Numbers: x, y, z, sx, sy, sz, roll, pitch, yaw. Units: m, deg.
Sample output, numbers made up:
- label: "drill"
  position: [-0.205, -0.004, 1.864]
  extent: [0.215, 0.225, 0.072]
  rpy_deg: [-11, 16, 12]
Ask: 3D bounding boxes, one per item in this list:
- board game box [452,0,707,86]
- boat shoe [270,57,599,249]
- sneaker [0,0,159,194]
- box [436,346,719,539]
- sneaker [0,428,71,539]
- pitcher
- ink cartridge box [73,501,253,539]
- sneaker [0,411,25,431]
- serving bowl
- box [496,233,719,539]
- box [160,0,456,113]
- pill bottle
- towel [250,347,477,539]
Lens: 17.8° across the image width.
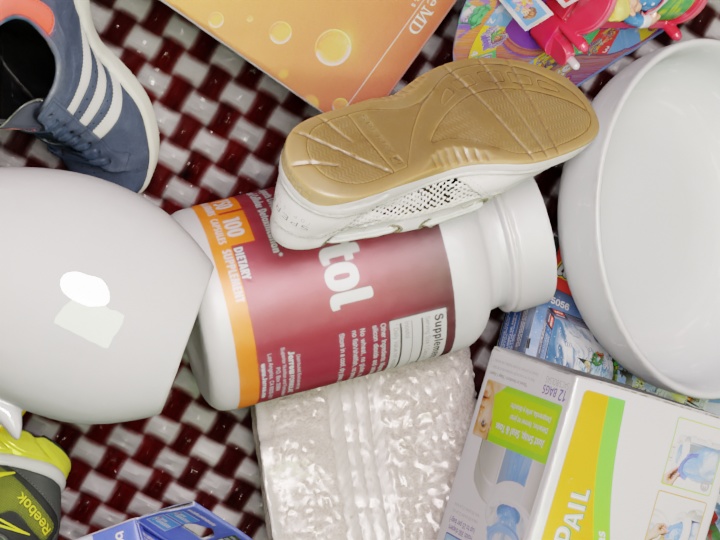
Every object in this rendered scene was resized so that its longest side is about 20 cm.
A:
- label: "board game box"
  position: [0.145, -0.146, 1.250]
  extent: [0.200, 0.039, 0.158]
  rpy_deg: [-33, 151, -4]
- label: "boat shoe"
  position: [0.034, -0.057, 1.196]
  extent: [0.199, 0.071, 0.069]
  rpy_deg: [-15, 150, -33]
- label: "sneaker"
  position: [-0.164, -0.088, 1.169]
  extent: [0.200, 0.075, 0.085]
  rpy_deg: [68, 38, -48]
- label: "box"
  position: [0.106, 0.155, 1.222]
  extent: [0.101, 0.112, 0.201]
  rpy_deg: [17, 90, -22]
- label: "sneaker"
  position: [-0.251, 0.124, 1.233]
  extent: [0.199, 0.085, 0.075]
  rpy_deg: [5, 151, -18]
- label: "pitcher"
  position: [-0.188, 0.024, 1.150]
  extent: [0.199, 0.121, 0.172]
  rpy_deg: [20, 85, -4]
- label: "ink cartridge box"
  position: [-0.160, 0.185, 1.256]
  extent: [0.199, 0.042, 0.119]
  rpy_deg: [-23, 157, 6]
- label: "sneaker"
  position: [-0.248, 0.009, 1.214]
  extent: [0.200, 0.077, 0.073]
  rpy_deg: [36, 97, -22]
- label: "serving bowl"
  position: [0.177, -0.028, 1.306]
  extent: [0.200, 0.066, 0.201]
  rpy_deg: [2, 88, -42]
- label: "box"
  position: [0.167, 0.082, 1.344]
  extent: [0.200, 0.040, 0.137]
  rpy_deg: [26, 65, -22]
- label: "box"
  position: [-0.053, -0.182, 1.196]
  extent: [0.200, 0.097, 0.125]
  rpy_deg: [33, 96, -23]
- label: "pill bottle"
  position: [0.000, 0.000, 1.264]
  extent: [0.199, 0.113, 0.113]
  rpy_deg: [-14, 111, -12]
- label: "towel"
  position: [0.011, 0.128, 1.297]
  extent: [0.132, 0.034, 0.201]
  rpy_deg: [-6, 74, -12]
